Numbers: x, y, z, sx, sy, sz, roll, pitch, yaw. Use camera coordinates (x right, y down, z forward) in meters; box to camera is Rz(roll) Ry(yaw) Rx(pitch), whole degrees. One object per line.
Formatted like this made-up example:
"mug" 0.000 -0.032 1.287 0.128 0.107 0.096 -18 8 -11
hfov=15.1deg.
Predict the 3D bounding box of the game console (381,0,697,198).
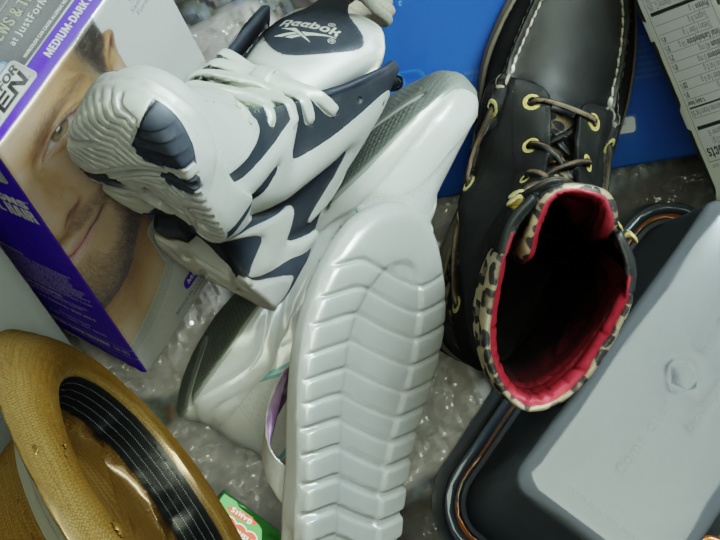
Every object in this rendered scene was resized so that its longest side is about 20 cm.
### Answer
"game console" 0.089 -0.144 1.297 0.198 0.118 0.172 -9 113 -6

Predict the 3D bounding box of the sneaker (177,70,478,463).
"sneaker" 0.000 0.000 1.235 0.080 0.070 0.201 33 100 -13

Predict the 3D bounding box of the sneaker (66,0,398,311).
"sneaker" -0.045 -0.073 1.117 0.079 0.199 0.130 23 78 25

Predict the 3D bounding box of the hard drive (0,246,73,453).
"hard drive" -0.191 0.049 1.152 0.132 0.200 0.026 -45 61 -10

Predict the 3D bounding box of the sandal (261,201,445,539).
"sandal" -0.014 0.068 1.188 0.082 0.050 0.204 6 95 -45

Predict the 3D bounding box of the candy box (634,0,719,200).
"candy box" 0.185 -0.149 1.206 0.136 0.061 0.201 -27 96 -30

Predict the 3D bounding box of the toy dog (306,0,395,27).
"toy dog" -0.054 -0.189 1.163 0.199 0.132 0.097 21 84 0

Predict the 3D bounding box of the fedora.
"fedora" -0.113 0.118 1.129 0.082 0.201 0.201 -38 86 9

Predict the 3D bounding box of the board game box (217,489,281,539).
"board game box" -0.060 0.224 1.215 0.151 0.037 0.201 35 80 1

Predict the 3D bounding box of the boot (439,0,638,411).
"boot" 0.085 -0.039 1.184 0.073 0.151 0.201 19 99 -10

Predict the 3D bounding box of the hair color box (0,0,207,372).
"hair color box" -0.114 -0.053 1.165 0.065 0.200 0.110 25 71 27

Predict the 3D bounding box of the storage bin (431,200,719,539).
"storage bin" 0.141 0.068 1.210 0.145 0.134 0.200 37 81 1
